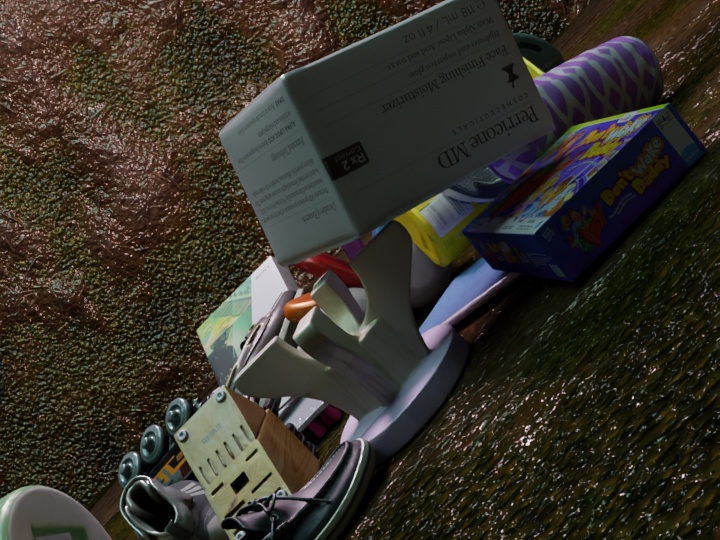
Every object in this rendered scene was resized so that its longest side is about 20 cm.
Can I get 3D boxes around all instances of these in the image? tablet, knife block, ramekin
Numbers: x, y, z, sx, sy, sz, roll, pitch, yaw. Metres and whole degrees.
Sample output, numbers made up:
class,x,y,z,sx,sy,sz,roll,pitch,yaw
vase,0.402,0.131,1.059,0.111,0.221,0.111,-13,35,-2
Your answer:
class,x,y,z,sx,sy,sz,roll,pitch,yaw
tablet,0.123,-0.001,1.053,0.200,0.014,0.130,-41,7,43
knife block,-0.071,0.180,1.020,0.064,0.175,0.200,-44,49,5
ramekin,-0.303,0.303,1.113,0.097,0.201,0.200,-35,7,13

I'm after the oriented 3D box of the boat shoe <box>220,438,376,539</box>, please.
class,x,y,z,sx,sy,sz,roll,pitch,yaw
boat shoe,-0.061,0.182,0.806,0.200,0.062,0.075,-46,3,-25

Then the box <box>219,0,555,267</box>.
class,x,y,z,sx,sy,sz,roll,pitch,yaw
box,0.015,-0.113,0.966,0.197,0.132,0.200,-29,5,-22

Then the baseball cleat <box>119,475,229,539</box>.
class,x,y,z,sx,sy,sz,roll,pitch,yaw
baseball cleat,-0.177,0.216,1.088,0.070,0.106,0.199,-56,21,-15

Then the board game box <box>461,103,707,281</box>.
class,x,y,z,sx,sy,sz,roll,pitch,yaw
board game box,0.162,-0.058,0.906,0.134,0.045,0.200,-43,8,-6

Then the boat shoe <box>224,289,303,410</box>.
class,x,y,z,sx,sy,sz,roll,pitch,yaw
boat shoe,-0.107,0.090,1.324,0.203,0.060,0.073,-73,-14,-49

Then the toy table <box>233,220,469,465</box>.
class,x,y,z,sx,sy,sz,roll,pitch,yaw
toy table,0.001,0.065,0.940,0.184,0.117,0.200,-45,6,-2

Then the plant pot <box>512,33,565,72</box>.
class,x,y,z,sx,sy,sz,roll,pitch,yaw
plant pot,0.175,-0.222,1.536,0.200,0.200,0.196,-45,12,-4

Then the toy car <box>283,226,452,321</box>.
class,x,y,z,sx,sy,sz,roll,pitch,yaw
toy car,0.000,0.000,1.292,0.200,0.150,0.175,-45,4,2

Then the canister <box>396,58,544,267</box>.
class,x,y,z,sx,sy,sz,roll,pitch,yaw
canister,0.115,-0.115,1.197,0.199,0.149,0.087,-38,-35,-8

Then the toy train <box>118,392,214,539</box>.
class,x,y,z,sx,sy,sz,roll,pitch,yaw
toy train,-0.216,0.239,1.414,0.200,0.085,0.115,-47,47,24

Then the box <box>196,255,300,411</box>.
class,x,y,z,sx,sy,sz,roll,pitch,yaw
box,-0.116,0.097,1.443,0.144,0.036,0.201,-44,45,13

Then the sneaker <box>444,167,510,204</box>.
class,x,y,z,sx,sy,sz,roll,pitch,yaw
sneaker,0.074,-0.140,1.122,0.077,0.200,0.085,-41,-31,-9

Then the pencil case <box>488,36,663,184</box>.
class,x,y,z,sx,sy,sz,roll,pitch,yaw
pencil case,0.188,-0.145,1.076,0.198,0.085,0.085,-28,4,-30

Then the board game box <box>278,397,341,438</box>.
class,x,y,z,sx,sy,sz,roll,pitch,yaw
board game box,-0.097,0.194,1.239,0.200,0.026,0.200,-45,4,0

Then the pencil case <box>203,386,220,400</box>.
class,x,y,z,sx,sy,sz,roll,pitch,yaw
pencil case,-0.159,0.176,1.552,0.200,0.090,0.084,-44,48,32
